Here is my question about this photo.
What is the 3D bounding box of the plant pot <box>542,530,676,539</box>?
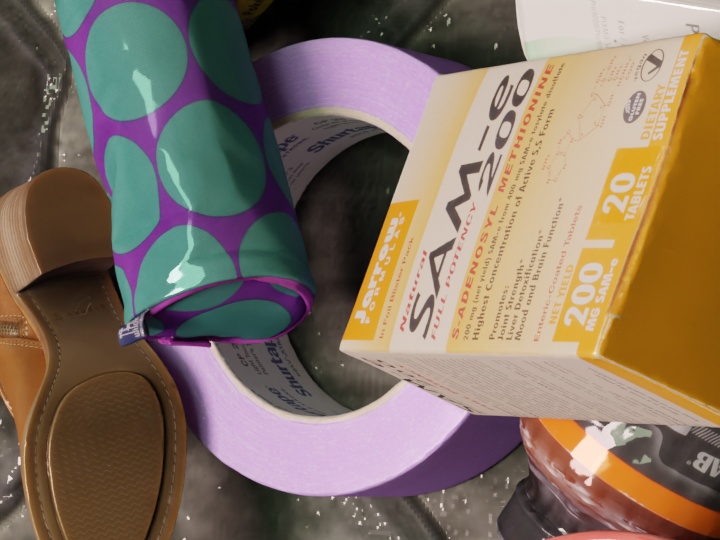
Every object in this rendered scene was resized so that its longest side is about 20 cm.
[{"bbox_3d":[0.136,0.197,1.099,0.200,0.177,0.201,-4,83,33],"label":"plant pot"}]

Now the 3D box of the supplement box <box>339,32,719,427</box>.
[{"bbox_3d":[0.083,-0.013,1.092,0.200,0.074,0.126,-4,64,63],"label":"supplement box"}]

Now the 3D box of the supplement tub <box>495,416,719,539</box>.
[{"bbox_3d":[0.135,0.042,1.156,0.107,0.107,0.200,40,108,29],"label":"supplement tub"}]

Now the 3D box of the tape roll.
[{"bbox_3d":[0.000,0.000,1.274,0.200,0.066,0.200,-3,85,34],"label":"tape roll"}]

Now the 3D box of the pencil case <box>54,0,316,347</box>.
[{"bbox_3d":[-0.085,-0.065,1.247,0.092,0.085,0.200,-28,70,40],"label":"pencil case"}]

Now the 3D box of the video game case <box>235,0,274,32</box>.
[{"bbox_3d":[-0.084,-0.202,1.324,0.181,0.025,0.200,-41,62,55],"label":"video game case"}]

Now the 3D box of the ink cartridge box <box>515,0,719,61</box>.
[{"bbox_3d":[0.183,-0.124,1.112,0.200,0.161,0.050,15,134,33],"label":"ink cartridge box"}]

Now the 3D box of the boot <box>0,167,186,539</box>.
[{"bbox_3d":[-0.143,0.061,1.325,0.155,0.077,0.200,143,113,-66],"label":"boot"}]
